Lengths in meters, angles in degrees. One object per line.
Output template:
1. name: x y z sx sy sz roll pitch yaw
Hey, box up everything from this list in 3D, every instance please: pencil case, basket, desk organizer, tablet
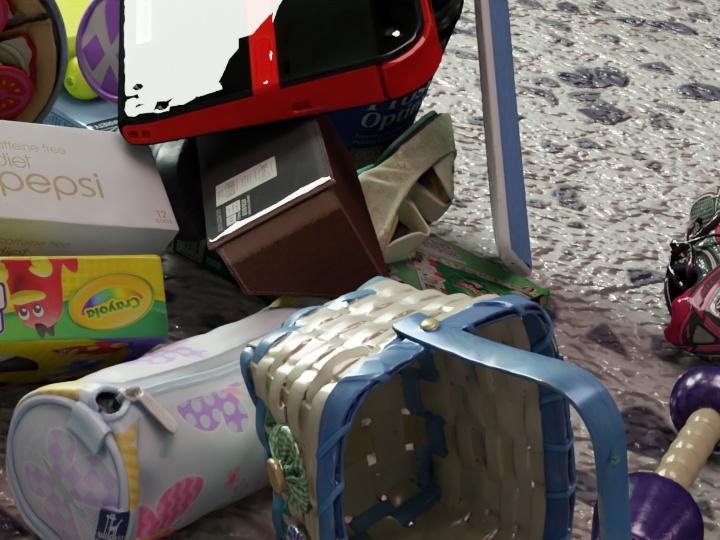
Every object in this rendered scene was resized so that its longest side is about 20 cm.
1. pencil case: -0.077 0.070 0.884 0.083 0.091 0.200 29 28 29
2. basket: 0.044 0.099 0.789 0.139 0.177 0.200 -29 30 -35
3. desk organizer: -0.039 -0.041 0.995 0.072 0.077 0.200 -28 25 6
4. tablet: 0.089 -0.100 1.170 0.014 0.201 0.130 -6 -8 11
5. pencil case: -0.121 -0.151 1.191 0.084 0.086 0.200 -7 5 10

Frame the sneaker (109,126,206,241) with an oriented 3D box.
1. sneaker: -0.128 -0.056 1.105 0.082 0.071 0.200 -6 11 0

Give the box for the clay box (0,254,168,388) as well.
1. clay box: -0.207 0.029 0.899 0.199 0.048 0.115 -2 -14 -25

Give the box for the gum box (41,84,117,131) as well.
1. gum box: -0.181 -0.124 1.312 0.200 0.045 0.170 30 31 34

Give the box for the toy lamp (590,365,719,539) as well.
1. toy lamp: 0.163 0.107 0.950 0.058 0.058 0.200 19 26 16

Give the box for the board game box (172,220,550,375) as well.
1. board game box: 0.000 0.000 1.143 0.200 0.029 0.134 27 28 32

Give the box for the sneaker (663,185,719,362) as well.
1. sneaker: 0.235 -0.006 1.199 0.074 0.081 0.200 10 25 1

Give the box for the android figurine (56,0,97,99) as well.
1. android figurine: -0.237 -0.167 1.280 0.182 0.041 0.200 24 28 26

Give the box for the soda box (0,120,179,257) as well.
1. soda box: -0.197 -0.033 0.929 0.199 0.064 0.068 3 52 -38

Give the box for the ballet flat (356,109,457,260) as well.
1. ballet flat: 0.024 -0.044 1.162 0.062 0.068 0.200 42 34 5

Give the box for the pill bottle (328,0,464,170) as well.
1. pill bottle: 0.003 -0.161 1.196 0.111 0.200 0.112 9 53 -12

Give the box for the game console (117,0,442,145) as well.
1. game console: -0.050 -0.150 1.030 0.176 0.031 0.200 -13 42 6

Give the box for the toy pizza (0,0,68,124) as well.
1. toy pizza: -0.278 -0.129 1.108 0.199 0.201 0.032 5 43 -14
